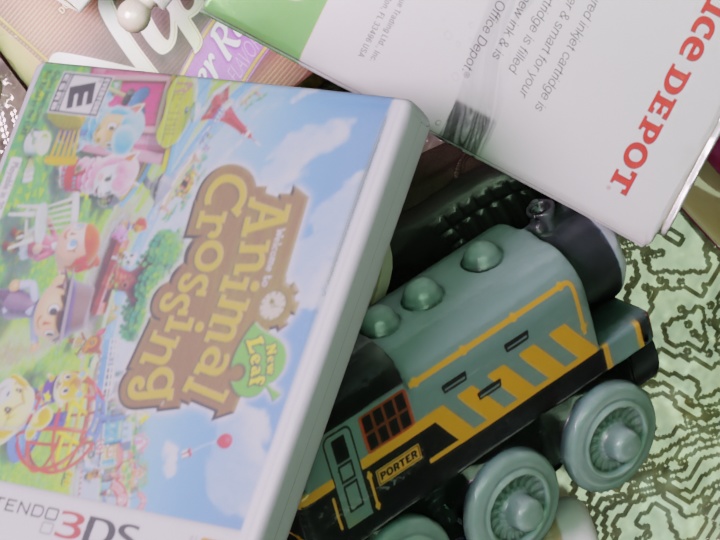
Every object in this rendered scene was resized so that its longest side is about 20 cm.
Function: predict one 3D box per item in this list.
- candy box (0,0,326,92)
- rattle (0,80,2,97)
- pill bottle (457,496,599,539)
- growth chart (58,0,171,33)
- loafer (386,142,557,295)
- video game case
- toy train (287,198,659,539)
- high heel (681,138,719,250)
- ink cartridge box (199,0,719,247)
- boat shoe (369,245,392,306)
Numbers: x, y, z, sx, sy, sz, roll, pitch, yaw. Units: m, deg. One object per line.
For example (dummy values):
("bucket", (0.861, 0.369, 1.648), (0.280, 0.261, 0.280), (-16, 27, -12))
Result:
("candy box", (-0.052, -0.125, 1.234), (0.200, 0.056, 0.117), (-38, 88, -1))
("rattle", (-0.213, -0.068, 1.252), (0.200, 0.143, 0.131), (26, 96, 37))
("pill bottle", (0.010, 0.173, 1.193), (0.199, 0.120, 0.120), (-15, 88, 1))
("growth chart", (-0.123, -0.179, 1.218), (0.199, 0.018, 0.145), (24, 78, 25))
("loafer", (0.000, 0.000, 1.232), (0.199, 0.071, 0.073), (-23, 122, 9))
("video game case", (-0.082, 0.020, 1.106), (0.181, 0.022, 0.201), (8, 70, 34))
("toy train", (0.032, 0.054, 1.145), (0.200, 0.085, 0.114), (-31, 124, -24))
("high heel", (0.122, -0.039, 1.220), (0.199, 0.067, 0.097), (14, 78, -2))
("ink cartridge box", (0.062, -0.123, 1.144), (0.199, 0.084, 0.147), (29, 108, 2))
("boat shoe", (-0.060, 0.059, 1.164), (0.059, 0.072, 0.201), (34, 99, 40))
